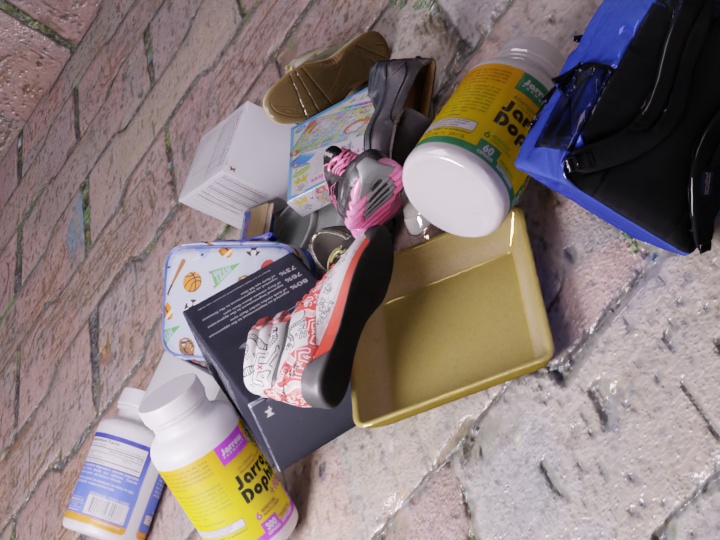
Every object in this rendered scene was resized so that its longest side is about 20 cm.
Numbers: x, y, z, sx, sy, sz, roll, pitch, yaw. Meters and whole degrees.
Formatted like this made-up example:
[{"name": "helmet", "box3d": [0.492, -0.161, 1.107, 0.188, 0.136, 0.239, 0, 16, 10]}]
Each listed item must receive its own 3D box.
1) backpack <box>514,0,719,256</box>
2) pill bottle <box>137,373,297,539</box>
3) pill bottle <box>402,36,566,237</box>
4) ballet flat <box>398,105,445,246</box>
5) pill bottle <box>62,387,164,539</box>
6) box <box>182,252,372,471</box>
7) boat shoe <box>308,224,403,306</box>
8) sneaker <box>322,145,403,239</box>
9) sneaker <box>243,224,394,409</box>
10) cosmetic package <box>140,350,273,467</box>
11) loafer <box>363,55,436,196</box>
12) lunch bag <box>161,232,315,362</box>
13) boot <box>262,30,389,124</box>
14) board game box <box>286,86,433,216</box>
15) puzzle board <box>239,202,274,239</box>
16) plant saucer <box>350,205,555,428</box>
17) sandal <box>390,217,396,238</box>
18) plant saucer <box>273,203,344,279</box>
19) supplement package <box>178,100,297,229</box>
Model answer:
[{"name": "backpack", "box3d": [0.234, -0.143, 0.985, 0.200, 0.162, 0.168, -62, 26, 3]}, {"name": "pill bottle", "box3d": [-0.157, 0.213, 1.262, 0.104, 0.200, 0.104, -27, 16, 9]}, {"name": "pill bottle", "box3d": [0.133, -0.138, 1.159, 0.113, 0.113, 0.200, -18, 31, 52]}, {"name": "ballet flat", "box3d": [0.079, -0.092, 1.289, 0.068, 0.067, 0.201, -12, 57, 54]}, {"name": "pill bottle", "box3d": [-0.315, 0.265, 1.582, 0.112, 0.112, 0.201, -9, 58, 55]}, {"name": "box", "box3d": [-0.080, 0.093, 1.261, 0.148, 0.105, 0.200, -29, 38, -12]}, {"name": "boat shoe", "box3d": [0.001, -0.003, 1.294, 0.202, 0.060, 0.072, 32, 110, 45]}, {"name": "sneaker", "box3d": [-0.008, -0.092, 1.199, 0.079, 0.095, 0.200, -38, -8, -8]}, {"name": "sneaker", "box3d": [-0.045, 0.038, 1.143, 0.108, 0.067, 0.202, 3, 58, 32]}, {"name": "cosmetic package", "box3d": [-0.179, 0.169, 1.445, 0.200, 0.113, 0.081, 11, 75, 62]}, {"name": "loafer", "box3d": [0.050, -0.160, 1.333, 0.072, 0.073, 0.201, -13, 64, 27]}, {"name": "lunch bag", "box3d": [-0.146, 0.035, 1.441, 0.199, 0.076, 0.161, 0, 83, 22]}, {"name": "boot", "box3d": [-0.072, -0.257, 1.608, 0.200, 0.072, 0.155, -36, 19, -22]}, {"name": "board game box", "box3d": [-0.002, -0.163, 1.459, 0.200, 0.034, 0.135, -24, 45, 27]}, {"name": "puzzle board", "box3d": [-0.148, 0.014, 1.554, 0.151, 0.017, 0.201, 176, 104, -73]}, {"name": "plant saucer", "box3d": [0.086, 0.052, 1.126, 0.199, 0.048, 0.200, -23, 43, 18]}, {"name": "sandal", "box3d": [0.007, -0.028, 1.389, 0.076, 0.043, 0.201, 14, 88, 68]}, {"name": "plant saucer", "box3d": [-0.073, -0.038, 1.509, 0.200, 0.050, 0.201, -38, 38, 37]}, {"name": "supplement package", "box3d": [-0.162, -0.143, 1.648, 0.200, 0.109, 0.114, -17, 52, 64]}]
